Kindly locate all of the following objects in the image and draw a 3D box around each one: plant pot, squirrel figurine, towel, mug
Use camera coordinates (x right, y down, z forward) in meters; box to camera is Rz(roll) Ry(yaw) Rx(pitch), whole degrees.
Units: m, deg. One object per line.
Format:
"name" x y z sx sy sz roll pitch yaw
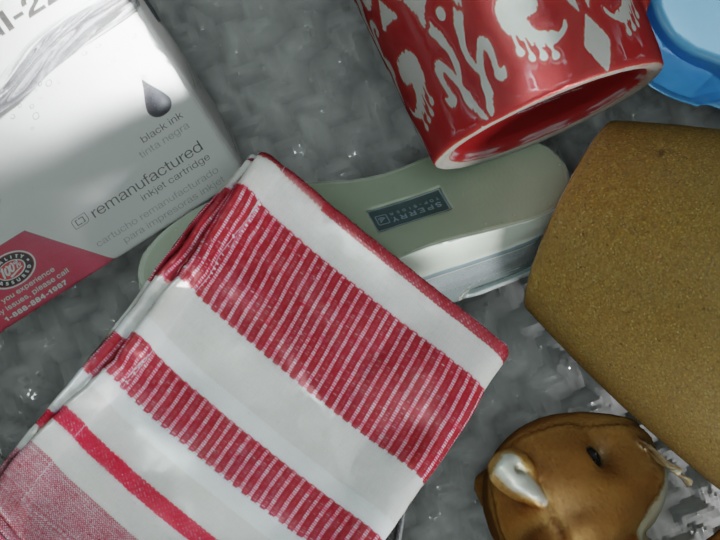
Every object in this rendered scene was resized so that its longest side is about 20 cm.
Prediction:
"plant pot" 0.180 0.018 0.975 0.199 0.186 0.187 26 91 14
"squirrel figurine" 0.093 0.166 0.987 0.199 0.142 0.187 -32 85 -2
"towel" -0.045 0.066 0.914 0.144 0.023 0.200 39 71 -4
"mug" 0.059 -0.164 0.950 0.177 0.133 0.201 -25 82 26

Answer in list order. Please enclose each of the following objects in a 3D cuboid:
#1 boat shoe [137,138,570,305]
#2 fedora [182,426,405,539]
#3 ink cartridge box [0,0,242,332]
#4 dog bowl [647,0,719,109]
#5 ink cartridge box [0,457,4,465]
"boat shoe" 0.000 -0.001 1.000 0.199 0.072 0.070 -15 54 -12
"fedora" -0.082 0.120 0.968 0.177 0.090 0.201 40 103 30
"ink cartridge box" -0.159 -0.089 0.949 0.145 0.085 0.200 -32 130 0
"dog bowl" 0.203 -0.113 1.020 0.199 0.050 0.112 20 92 -2
"ink cartridge box" -0.221 0.139 0.950 0.084 0.200 0.146 40 91 1
